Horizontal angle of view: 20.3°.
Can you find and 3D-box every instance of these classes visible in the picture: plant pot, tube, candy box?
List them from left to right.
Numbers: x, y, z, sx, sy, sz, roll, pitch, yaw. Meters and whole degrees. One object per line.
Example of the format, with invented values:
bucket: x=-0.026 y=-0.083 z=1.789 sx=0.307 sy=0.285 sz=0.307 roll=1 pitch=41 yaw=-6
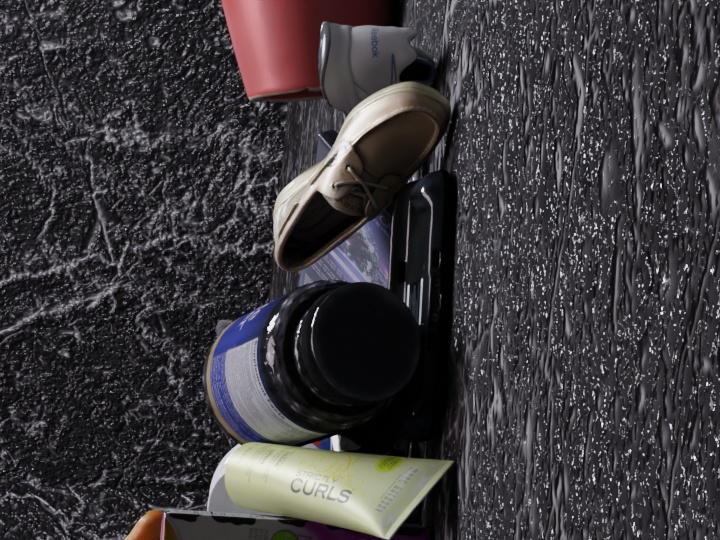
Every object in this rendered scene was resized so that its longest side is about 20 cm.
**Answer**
candy box: x=-0.052 y=0.250 z=1.477 sx=0.061 sy=0.198 sz=0.137 roll=137 pitch=136 yaw=-83
plant pot: x=-0.049 y=-0.262 z=1.983 sx=0.200 sy=0.199 sz=0.179 roll=-176 pitch=80 yaw=-85
tube: x=-0.020 y=0.154 z=1.437 sx=0.199 sy=0.052 sz=0.058 roll=2 pitch=82 yaw=51

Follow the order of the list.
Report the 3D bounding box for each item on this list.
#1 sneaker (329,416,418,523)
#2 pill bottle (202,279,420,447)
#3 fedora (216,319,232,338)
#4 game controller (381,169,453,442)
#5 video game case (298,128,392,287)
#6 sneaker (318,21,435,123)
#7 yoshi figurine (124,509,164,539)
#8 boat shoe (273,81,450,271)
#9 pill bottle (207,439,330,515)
sneaker: x=0.005 y=0.147 z=1.613 sx=0.089 sy=0.074 sz=0.201 roll=106 pitch=168 yaw=-57
pill bottle: x=-0.035 y=0.069 z=1.485 sx=0.200 sy=0.111 sz=0.113 roll=154 pitch=122 yaw=-63
fedora: x=-0.042 y=0.075 z=1.886 sx=0.091 sy=0.176 sz=0.200 roll=-57 pitch=-23 yaw=-22
game controller: x=0.047 y=0.027 z=1.501 sx=0.104 sy=0.042 sz=0.202 roll=164 pitch=110 yaw=-69
video game case: x=0.000 y=0.000 z=1.675 sx=0.143 sy=0.019 sz=0.201 roll=48 pitch=146 yaw=32
sneaker: x=0.024 y=-0.141 z=1.644 sx=0.200 sy=0.086 sz=0.075 roll=54 pitch=-145 yaw=-69
yoshi figurine: x=-0.092 y=0.264 z=1.562 sx=0.112 sy=0.200 sz=0.112 roll=-19 pitch=-39 yaw=-50
boat shoe: x=-0.001 y=-0.068 z=1.546 sx=0.200 sy=0.072 sz=0.065 roll=-40 pitch=29 yaw=38
pill bottle: x=-0.063 y=0.186 z=1.674 sx=0.200 sy=0.111 sz=0.113 roll=-11 pitch=-75 yaw=-80
